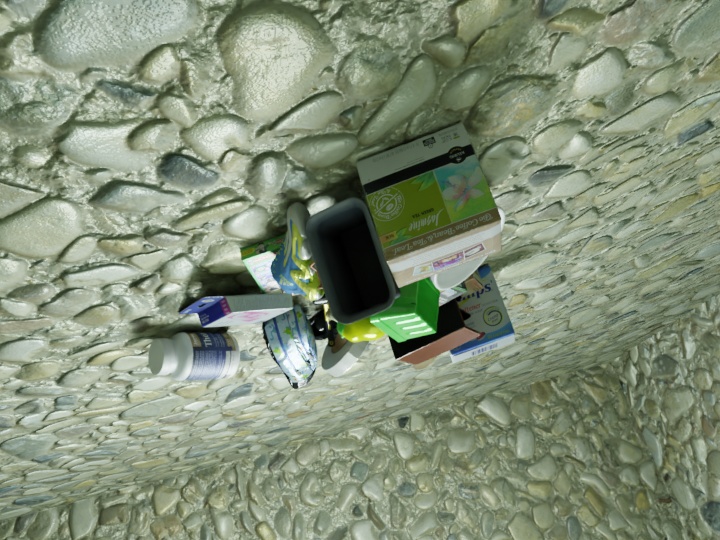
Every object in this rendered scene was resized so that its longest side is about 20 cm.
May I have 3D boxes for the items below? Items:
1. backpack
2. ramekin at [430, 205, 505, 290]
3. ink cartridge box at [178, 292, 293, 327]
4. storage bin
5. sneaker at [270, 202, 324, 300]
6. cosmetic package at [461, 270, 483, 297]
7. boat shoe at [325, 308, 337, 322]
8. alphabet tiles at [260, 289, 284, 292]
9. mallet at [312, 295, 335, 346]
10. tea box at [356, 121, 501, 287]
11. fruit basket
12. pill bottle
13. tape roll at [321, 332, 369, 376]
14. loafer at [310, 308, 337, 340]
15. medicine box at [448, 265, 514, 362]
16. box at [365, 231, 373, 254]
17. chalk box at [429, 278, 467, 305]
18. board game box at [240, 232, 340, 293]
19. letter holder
[{"bbox_3d":[-0.173,0.171,1.548,0.152,0.165,0.200,-26,138,15],"label":"backpack"},{"bbox_3d":[0.188,-0.070,1.257,0.199,0.098,0.202,-34,151,-22],"label":"ramekin"},{"bbox_3d":[-0.274,0.090,1.369,0.196,0.044,0.195,-3,168,-32],"label":"ink cartridge box"},{"bbox_3d":[-0.008,-0.010,1.144,0.143,0.204,0.134,-22,171,16],"label":"storage bin"},{"bbox_3d":[-0.132,-0.029,1.170,0.103,0.076,0.204,-1,120,17],"label":"sneaker"},{"bbox_3d":[0.199,0.036,1.583,0.197,0.089,0.103,-26,156,20],"label":"cosmetic package"},{"bbox_3d":[-0.004,0.073,1.515,0.062,0.075,0.199,5,-164,34],"label":"boat shoe"},{"bbox_3d":[-0.130,0.005,1.378,0.191,0.015,0.201,-14,155,-10],"label":"alphabet tiles"},{"bbox_3d":[-0.071,0.113,1.542,0.064,0.042,0.202,-16,133,-2],"label":"mallet"},{"bbox_3d":[0.119,-0.109,1.075,0.196,0.200,0.134,-20,157,5],"label":"tea box"},{"bbox_3d":[0.049,0.073,1.303,0.210,0.159,0.216,7,163,2],"label":"fruit basket"},{"bbox_3d":[-0.398,0.205,1.500,0.197,0.113,0.110,6,147,-44],"label":"pill bottle"},{"bbox_3d":[-0.030,0.175,1.602,0.037,0.205,0.202,34,134,-15],"label":"tape roll"},{"bbox_3d":[-0.084,0.134,1.620,0.069,0.069,0.200,-11,160,-35],"label":"loafer"},{"bbox_3d":[0.299,0.119,1.691,0.179,0.204,0.103,-20,159,6],"label":"medicine box"},{"bbox_3d":[0.059,-0.037,1.307,0.198,0.044,0.161,8,127,-53],"label":"box"},{"bbox_3d":[0.159,0.008,1.454,0.198,0.126,0.123,-32,151,28],"label":"chalk box"},{"bbox_3d":[-0.127,-0.027,1.266,0.196,0.030,0.135,-18,146,2],"label":"board game box"},{"bbox_3d":[0.185,0.150,1.581,0.198,0.102,0.141,-28,154,21],"label":"letter holder"}]
